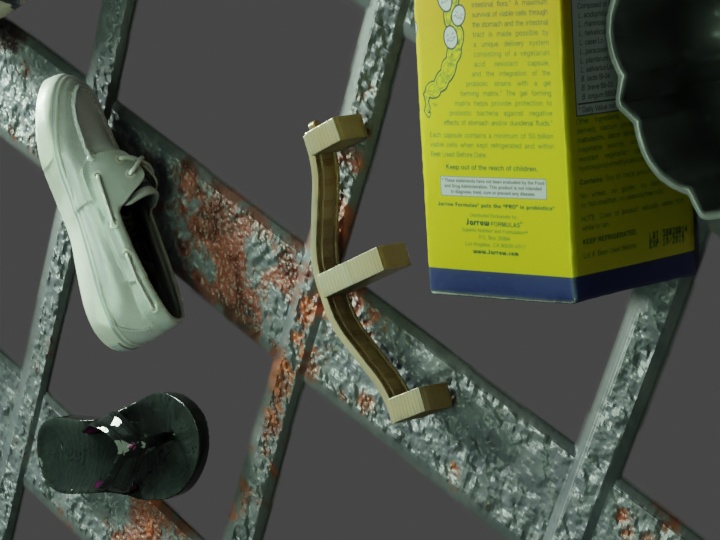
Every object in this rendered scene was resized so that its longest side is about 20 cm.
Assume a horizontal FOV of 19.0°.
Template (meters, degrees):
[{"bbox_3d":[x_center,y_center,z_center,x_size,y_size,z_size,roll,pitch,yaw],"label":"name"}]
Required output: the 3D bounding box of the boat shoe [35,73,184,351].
[{"bbox_3d":[-0.171,-0.047,1.499,0.068,0.072,0.201,-19,77,25],"label":"boat shoe"}]

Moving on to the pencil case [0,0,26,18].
[{"bbox_3d":[-0.265,-0.227,1.547,0.200,0.078,0.090,-26,52,45],"label":"pencil case"}]

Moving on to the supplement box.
[{"bbox_3d":[0.105,-0.090,1.170,0.109,0.109,0.201,4,100,45],"label":"supplement box"}]

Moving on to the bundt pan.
[{"bbox_3d":[0.223,-0.118,1.066,0.202,0.076,0.203,11,105,45],"label":"bundt pan"}]

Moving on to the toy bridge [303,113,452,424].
[{"bbox_3d":[0.000,0.000,1.355,0.067,0.027,0.201,-26,79,47],"label":"toy bridge"}]

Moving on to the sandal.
[{"bbox_3d":[-0.180,0.134,1.552,0.200,0.048,0.076,-15,87,47],"label":"sandal"}]
